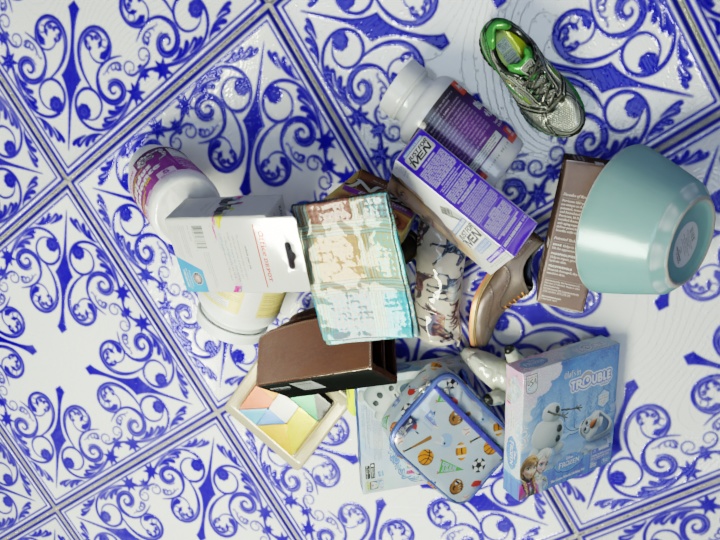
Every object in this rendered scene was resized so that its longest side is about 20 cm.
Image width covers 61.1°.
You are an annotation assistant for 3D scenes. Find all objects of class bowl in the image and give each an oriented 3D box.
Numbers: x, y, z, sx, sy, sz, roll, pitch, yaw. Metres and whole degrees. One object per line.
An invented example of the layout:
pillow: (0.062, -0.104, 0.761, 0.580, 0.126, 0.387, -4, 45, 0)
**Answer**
bowl: (0.382, -0.052, 0.794, 0.104, 0.196, 0.208, 27, 117, 49)

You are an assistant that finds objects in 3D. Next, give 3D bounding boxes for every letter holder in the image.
letter holder: (-0.051, 0.104, 0.937, 0.194, 0.100, 0.147, -12, 66, 24)

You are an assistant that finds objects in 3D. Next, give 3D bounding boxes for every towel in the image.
towel: (-0.007, 0.003, 0.803, 0.142, 0.022, 0.206, -6, 112, 21)

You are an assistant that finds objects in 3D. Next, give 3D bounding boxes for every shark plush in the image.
shark plush: (0.251, 0.168, 0.957, 0.194, 0.083, 0.094, 16, 89, -22)

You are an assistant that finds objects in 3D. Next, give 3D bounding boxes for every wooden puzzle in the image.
wooden puzzle: (-0.135, 0.245, 1.101, 0.183, 0.037, 0.202, 38, 111, 1)

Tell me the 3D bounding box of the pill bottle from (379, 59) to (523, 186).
pill bottle: (0.125, -0.202, 0.872, 0.199, 0.112, 0.112, 40, 111, 0)

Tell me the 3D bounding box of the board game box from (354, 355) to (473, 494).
board game box: (0.090, 0.253, 1.005, 0.192, 0.043, 0.207, -5, 104, -9)

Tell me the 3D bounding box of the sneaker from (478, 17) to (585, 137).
sneaker: (0.234, -0.262, 0.843, 0.200, 0.085, 0.078, 45, 110, -2)

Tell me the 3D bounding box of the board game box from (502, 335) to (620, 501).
board game box: (0.304, 0.219, 0.921, 0.194, 0.043, 0.206, -11, 106, -26)

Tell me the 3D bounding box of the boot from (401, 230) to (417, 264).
boot: (0.000, 0.000, 0.967, 0.196, 0.097, 0.076, -30, 97, 19)

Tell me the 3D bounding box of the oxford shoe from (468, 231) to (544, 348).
oxford shoe: (0.219, 0.033, 0.927, 0.071, 0.071, 0.206, 24, 110, 25)

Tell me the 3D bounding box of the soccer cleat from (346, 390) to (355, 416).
soccer cleat: (-0.008, 0.148, 1.039, 0.082, 0.064, 0.207, 18, 115, 37)

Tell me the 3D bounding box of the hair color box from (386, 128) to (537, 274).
hair color box: (0.132, -0.089, 0.833, 0.199, 0.110, 0.065, 41, 78, 6)

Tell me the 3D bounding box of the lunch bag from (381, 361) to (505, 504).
lunch bag: (0.136, 0.247, 0.945, 0.160, 0.076, 0.200, -45, 108, 0)

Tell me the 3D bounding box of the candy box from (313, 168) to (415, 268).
candy box: (0.017, -0.082, 0.885, 0.114, 0.200, 0.058, 26, 113, 4)

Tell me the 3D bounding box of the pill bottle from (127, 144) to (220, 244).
pill bottle: (-0.300, -0.128, 0.955, 0.199, 0.110, 0.116, 39, 119, 47)

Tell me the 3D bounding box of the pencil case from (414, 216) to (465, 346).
pencil case: (0.128, 0.013, 0.949, 0.087, 0.077, 0.207, 10, 108, 26)

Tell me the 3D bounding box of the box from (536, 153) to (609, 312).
box: (0.305, -0.057, 0.872, 0.073, 0.100, 0.207, 13, 107, 13)

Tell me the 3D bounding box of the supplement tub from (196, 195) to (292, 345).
supplement tub: (-0.181, 0.000, 0.987, 0.142, 0.146, 0.205, 25, 110, 5)

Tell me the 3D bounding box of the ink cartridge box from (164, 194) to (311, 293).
ink cartridge box: (-0.157, -0.036, 0.843, 0.193, 0.068, 0.118, 1, 121, 17)
